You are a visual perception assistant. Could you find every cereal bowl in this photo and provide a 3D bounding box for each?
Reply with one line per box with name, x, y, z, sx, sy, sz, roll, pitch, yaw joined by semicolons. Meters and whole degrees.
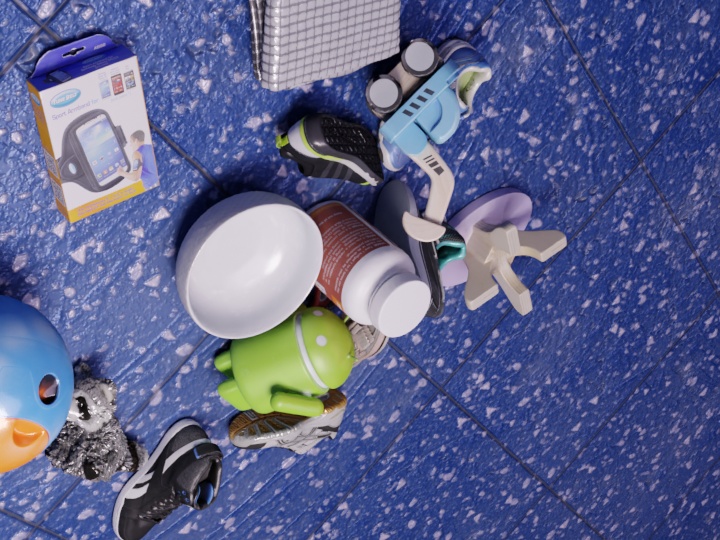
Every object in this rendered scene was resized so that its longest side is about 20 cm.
cereal bowl;-0.151;-0.017;1.664;0.199;0.083;0.201;-21;131;-26

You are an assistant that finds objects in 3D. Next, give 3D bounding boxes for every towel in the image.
towel;-0.046;-0.312;1.539;0.199;0.086;0.167;-23;135;-29

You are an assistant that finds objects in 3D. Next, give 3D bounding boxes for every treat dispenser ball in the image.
treat dispenser ball;-0.418;0.125;1.445;0.200;0.201;0.202;-23;133;-27

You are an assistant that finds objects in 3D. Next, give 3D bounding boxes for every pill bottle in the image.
pill bottle;0.000;0.000;1.724;0.112;0.200;0.113;-23;133;-27

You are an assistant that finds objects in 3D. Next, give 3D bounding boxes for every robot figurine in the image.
robot figurine;-0.096;0.121;1.763;0.199;0.177;0.116;-20;144;15

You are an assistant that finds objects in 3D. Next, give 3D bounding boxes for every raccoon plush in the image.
raccoon plush;-0.331;0.188;1.690;0.200;0.096;0.135;2;108;-76

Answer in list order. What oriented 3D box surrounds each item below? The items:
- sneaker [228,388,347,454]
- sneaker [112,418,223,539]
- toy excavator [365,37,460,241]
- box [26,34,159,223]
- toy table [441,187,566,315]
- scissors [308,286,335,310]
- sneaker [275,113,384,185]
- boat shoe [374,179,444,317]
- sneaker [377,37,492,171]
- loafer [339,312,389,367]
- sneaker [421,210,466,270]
sneaker;-0.104;0.238;1.908;0.199;0.076;0.088;-13;128;-34
sneaker;-0.262;0.314;1.795;0.073;0.112;0.201;22;104;-47
toy excavator;0.081;-0.165;1.663;0.194;0.200;0.100;-45;180;1
box;-0.297;-0.161;1.460;0.118;0.041;0.201;-27;137;-25
toy table;0.205;-0.028;1.952;0.200;0.117;0.184;-42;139;-7
scissors;-0.076;0.080;1.856;0.201;0.014;0.073;-57;153;14
sneaker;-0.042;-0.153;1.690;0.082;0.072;0.200;-20;157;25
boat shoe;0.075;-0.029;1.787;0.068;0.201;0.073;14;140;-43
sneaker;0.096;-0.216;1.734;0.201;0.077;0.076;-55;140;1
loafer;-0.017;0.099;1.830;0.063;0.072;0.200;-20;164;-30
sneaker;0.069;-0.009;1.854;0.200;0.091;0.078;-38;140;-20
